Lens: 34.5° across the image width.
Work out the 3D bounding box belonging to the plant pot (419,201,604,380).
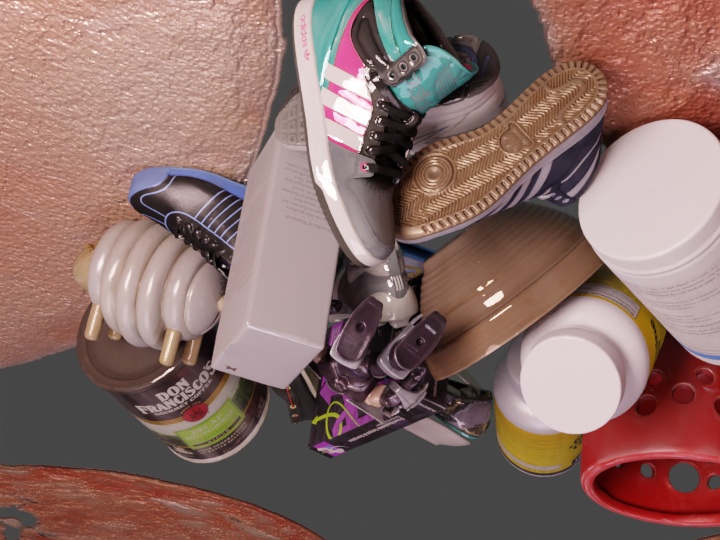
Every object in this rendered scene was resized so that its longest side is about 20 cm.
[{"bbox_3d":[0.120,0.001,1.030,0.093,0.200,0.200,53,141,1],"label":"plant pot"}]

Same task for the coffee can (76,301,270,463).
[{"bbox_3d":[-0.201,0.107,1.283,0.144,0.148,0.201,-3,149,19],"label":"coffee can"}]

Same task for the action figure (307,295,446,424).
[{"bbox_3d":[0.005,0.073,0.988,0.129,0.070,0.200,28,162,-5],"label":"action figure"}]

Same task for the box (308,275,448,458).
[{"bbox_3d":[0.022,0.096,1.174,0.036,0.145,0.199,26,145,-27],"label":"box"}]

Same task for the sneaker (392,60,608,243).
[{"bbox_3d":[0.109,-0.071,0.901,0.199,0.070,0.109,-34,156,-1],"label":"sneaker"}]

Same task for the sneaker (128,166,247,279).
[{"bbox_3d":[-0.128,-0.036,1.075,0.197,0.079,0.070,14,148,4],"label":"sneaker"}]

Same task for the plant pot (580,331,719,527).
[{"bbox_3d":[0.323,0.141,1.169,0.197,0.185,0.201,6,151,3],"label":"plant pot"}]

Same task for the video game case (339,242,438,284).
[{"bbox_3d":[0.026,0.010,1.187,0.197,0.018,0.143,19,149,-17],"label":"video game case"}]

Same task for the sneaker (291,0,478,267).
[{"bbox_3d":[0.028,-0.111,0.820,0.119,0.203,0.083,-13,176,29],"label":"sneaker"}]

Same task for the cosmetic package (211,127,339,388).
[{"bbox_3d":[-0.064,-0.016,0.981,0.070,0.203,0.101,17,150,-16],"label":"cosmetic package"}]

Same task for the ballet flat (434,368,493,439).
[{"bbox_3d":[0.063,0.114,1.303,0.198,0.072,0.072,27,153,12],"label":"ballet flat"}]

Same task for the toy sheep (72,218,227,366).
[{"bbox_3d":[-0.196,0.018,1.137,0.197,0.139,0.138,16,153,15],"label":"toy sheep"}]

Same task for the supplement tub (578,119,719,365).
[{"bbox_3d":[0.281,-0.018,0.961,0.131,0.134,0.200,-14,144,34],"label":"supplement tub"}]

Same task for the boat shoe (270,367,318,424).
[{"bbox_3d":[-0.082,0.114,1.321,0.062,0.074,0.202,-16,143,4],"label":"boat shoe"}]

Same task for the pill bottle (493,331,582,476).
[{"bbox_3d":[0.201,0.141,1.272,0.110,0.113,0.201,3,150,10],"label":"pill bottle"}]

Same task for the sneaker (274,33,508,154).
[{"bbox_3d":[0.024,-0.119,0.915,0.197,0.076,0.087,-6,152,25],"label":"sneaker"}]

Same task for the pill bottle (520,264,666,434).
[{"bbox_3d":[0.205,0.065,1.023,0.111,0.200,0.114,7,109,21],"label":"pill bottle"}]

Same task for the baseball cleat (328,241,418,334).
[{"bbox_3d":[0.000,0.000,1.100,0.069,0.108,0.199,-12,-173,-25],"label":"baseball cleat"}]

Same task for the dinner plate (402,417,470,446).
[{"bbox_3d":[0.036,0.163,1.348,0.198,0.024,0.200,29,174,3],"label":"dinner plate"}]
